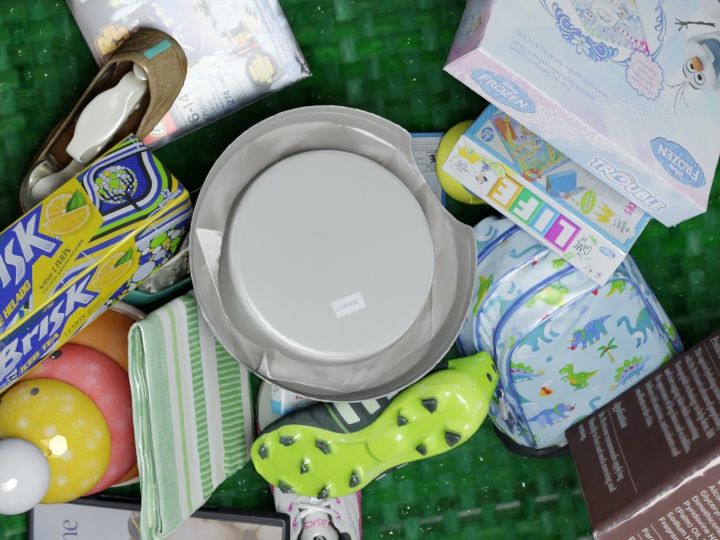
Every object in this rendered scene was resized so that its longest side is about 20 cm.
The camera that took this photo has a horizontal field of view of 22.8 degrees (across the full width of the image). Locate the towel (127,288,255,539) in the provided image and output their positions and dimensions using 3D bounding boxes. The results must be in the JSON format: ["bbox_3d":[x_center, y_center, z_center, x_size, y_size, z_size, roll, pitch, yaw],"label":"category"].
[{"bbox_3d":[-0.116,0.088,1.240,0.023,0.200,0.153,0,102,15],"label":"towel"}]

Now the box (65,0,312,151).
[{"bbox_3d":[-0.137,-0.200,1.255,0.137,0.040,0.200,-26,105,-3],"label":"box"}]

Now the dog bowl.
[{"bbox_3d":[-0.023,-0.007,1.204,0.200,0.059,0.200,3,80,-16],"label":"dog bowl"}]

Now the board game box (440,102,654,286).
[{"bbox_3d":[0.155,-0.086,1.242,0.134,0.200,0.034,36,129,5],"label":"board game box"}]

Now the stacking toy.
[{"bbox_3d":[-0.205,0.110,1.209,0.146,0.200,0.146,3,106,9],"label":"stacking toy"}]

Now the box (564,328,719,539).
[{"bbox_3d":[0.268,0.146,1.190,0.200,0.166,0.164,-34,105,11],"label":"box"}]

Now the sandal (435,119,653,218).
[{"bbox_3d":[0.160,-0.068,1.310,0.200,0.087,0.080,-1,100,-18],"label":"sandal"}]

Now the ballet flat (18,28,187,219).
[{"bbox_3d":[-0.188,-0.079,1.225,0.068,0.072,0.200,41,112,2],"label":"ballet flat"}]

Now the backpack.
[{"bbox_3d":[0.142,0.039,1.274,0.163,0.154,0.200,-26,119,2],"label":"backpack"}]

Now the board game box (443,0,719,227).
[{"bbox_3d":[0.168,-0.163,1.189,0.200,0.043,0.199,33,58,-22],"label":"board game box"}]

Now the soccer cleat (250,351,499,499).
[{"bbox_3d":[0.011,0.108,1.242,0.200,0.081,0.068,-20,105,35],"label":"soccer cleat"}]

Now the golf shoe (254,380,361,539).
[{"bbox_3d":[-0.030,0.164,1.320,0.073,0.092,0.200,-12,101,-7],"label":"golf shoe"}]

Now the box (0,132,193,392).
[{"bbox_3d":[-0.205,0.002,1.187,0.200,0.070,0.064,-40,69,-14],"label":"box"}]

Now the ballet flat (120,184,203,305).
[{"bbox_3d":[-0.098,-0.036,1.278,0.200,0.070,0.067,-33,96,-4],"label":"ballet flat"}]

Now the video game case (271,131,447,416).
[{"bbox_3d":[0.000,0.000,1.298,0.143,0.018,0.200,-4,99,-35],"label":"video game case"}]

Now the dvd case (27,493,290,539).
[{"bbox_3d":[-0.150,0.239,1.313,0.200,0.018,0.143,4,101,12],"label":"dvd case"}]

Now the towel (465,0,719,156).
[{"bbox_3d":[0.167,-0.154,1.276,0.200,0.145,0.022,20,130,-14],"label":"towel"}]
